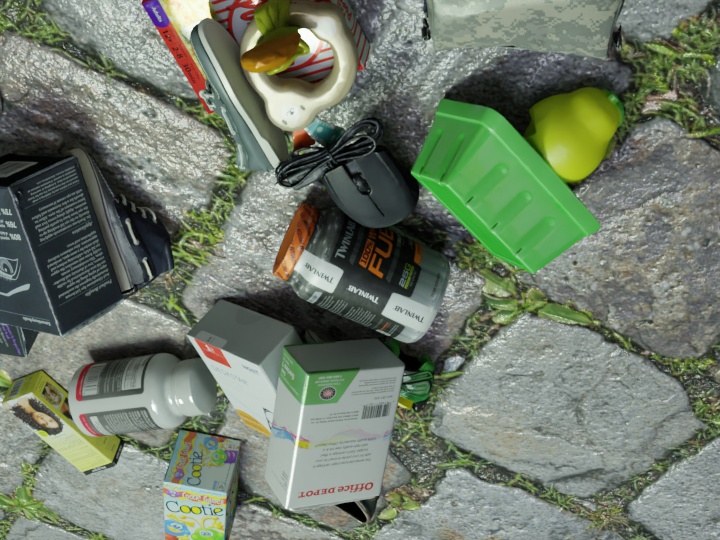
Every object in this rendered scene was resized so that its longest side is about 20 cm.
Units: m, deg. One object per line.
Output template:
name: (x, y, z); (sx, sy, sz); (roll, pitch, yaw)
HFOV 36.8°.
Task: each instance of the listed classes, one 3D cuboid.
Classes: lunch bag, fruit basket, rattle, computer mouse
lunch bag: (0.155, -0.281, 1.021); (0.199, 0.140, 0.168); (5, 134, 8)
fruit basket: (0.189, -0.126, 1.192); (0.214, 0.155, 0.217); (-6, 105, -22)
rattle: (-0.063, -0.168, 1.119); (0.129, 0.143, 0.201); (-3, 130, -11)
computer mouse: (0.005, -0.092, 1.239); (0.138, 0.053, 0.200); (-26, 152, 19)

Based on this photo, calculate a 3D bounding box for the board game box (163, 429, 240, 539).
board game box: (-0.257, 0.367, 1.761); (0.102, 0.105, 0.201); (10, 136, 1)

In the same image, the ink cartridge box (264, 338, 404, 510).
ink cartridge box: (-0.037, 0.200, 1.416); (0.144, 0.084, 0.201); (-2, 113, -29)

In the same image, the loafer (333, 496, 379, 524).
loafer: (-0.055, 0.335, 1.715); (0.199, 0.063, 0.072); (30, 132, -17)

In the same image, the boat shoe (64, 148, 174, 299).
boat shoe: (-0.307, -0.069, 1.384); (0.074, 0.092, 0.201); (9, 119, 51)

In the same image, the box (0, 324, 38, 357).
box: (-0.539, 0.029, 1.482); (0.199, 0.123, 0.106); (8, 135, 4)

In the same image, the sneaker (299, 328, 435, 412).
sneaker: (0.010, 0.119, 1.499); (0.199, 0.078, 0.086); (20, 111, -3)

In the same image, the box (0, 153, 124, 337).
box: (-0.401, -0.034, 1.335); (0.147, 0.104, 0.201); (7, 120, 40)

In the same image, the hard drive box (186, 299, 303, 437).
hard drive box: (-0.128, 0.150, 1.498); (0.155, 0.077, 0.201); (17, 144, 42)

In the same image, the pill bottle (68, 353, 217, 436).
pill bottle: (-0.317, 0.181, 1.589); (0.199, 0.111, 0.111); (-9, 131, 20)

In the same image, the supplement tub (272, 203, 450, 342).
supplement tub: (0.000, 0.000, 1.338); (0.199, 0.123, 0.123); (23, 134, -11)

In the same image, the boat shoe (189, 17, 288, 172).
boat shoe: (-0.142, -0.180, 1.165); (0.061, 0.073, 0.200); (-12, 136, 18)

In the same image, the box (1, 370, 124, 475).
box: (-0.474, 0.247, 1.730); (0.075, 0.050, 0.200); (-21, 126, 29)

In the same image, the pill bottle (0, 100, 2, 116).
pill bottle: (-0.502, -0.147, 1.249); (0.109, 0.201, 0.110); (6, 135, 6)

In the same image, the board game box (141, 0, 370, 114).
board game box: (-0.110, -0.263, 1.160); (0.199, 0.046, 0.152); (-12, 130, 23)
